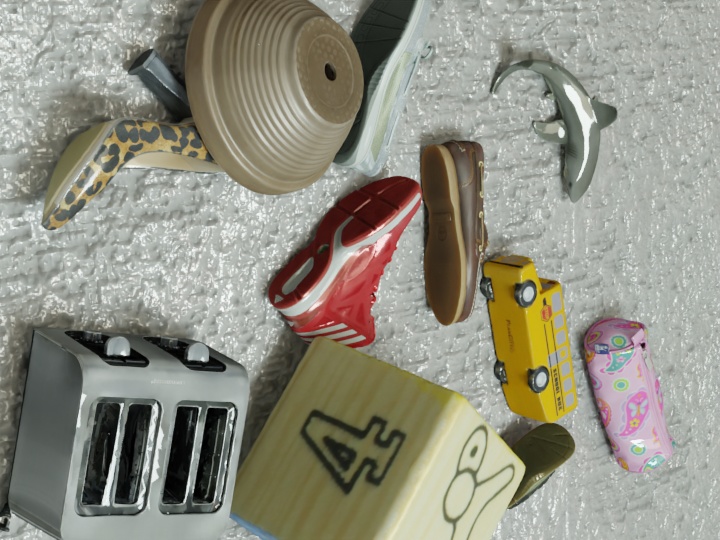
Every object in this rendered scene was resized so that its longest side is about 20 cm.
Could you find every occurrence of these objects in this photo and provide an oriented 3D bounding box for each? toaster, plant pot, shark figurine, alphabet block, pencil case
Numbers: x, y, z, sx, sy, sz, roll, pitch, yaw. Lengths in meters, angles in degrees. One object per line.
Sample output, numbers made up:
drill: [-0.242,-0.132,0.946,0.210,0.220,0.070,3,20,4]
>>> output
toaster: [-0.211,0.155,1.147,0.180,0.118,0.202,8,93,-39]
plant pot: [-0.061,-0.176,1.193,0.200,0.092,0.203,10,77,-51]
shark figurine: [0.250,-0.194,1.488,0.129,0.089,0.215,-54,128,-20]
alphabet block: [0.016,0.215,1.273,0.201,0.195,0.196,-59,143,-15]
pencil case: [0.343,0.157,1.628,0.087,0.087,0.202,-34,118,-30]

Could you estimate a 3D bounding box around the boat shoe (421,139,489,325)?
boat shoe: [0.112,-0.042,1.409,0.070,0.070,0.202,-8,103,-34]

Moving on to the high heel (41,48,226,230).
high heel: [-0.189,-0.082,1.150,0.143,0.071,0.201,46,60,-28]

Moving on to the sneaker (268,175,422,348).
sneaker: [0.000,0.000,1.335,0.200,0.078,0.116,-41,130,-13]

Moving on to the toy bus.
toy bus: [0.200,0.077,1.507,0.078,0.065,0.202,-24,113,-34]

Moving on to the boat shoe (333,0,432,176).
boat shoe: [0.026,-0.198,1.313,0.064,0.074,0.204,18,90,-46]

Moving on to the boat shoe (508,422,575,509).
boat shoe: [0.168,0.251,1.511,0.200,0.072,0.066,-28,149,-26]
